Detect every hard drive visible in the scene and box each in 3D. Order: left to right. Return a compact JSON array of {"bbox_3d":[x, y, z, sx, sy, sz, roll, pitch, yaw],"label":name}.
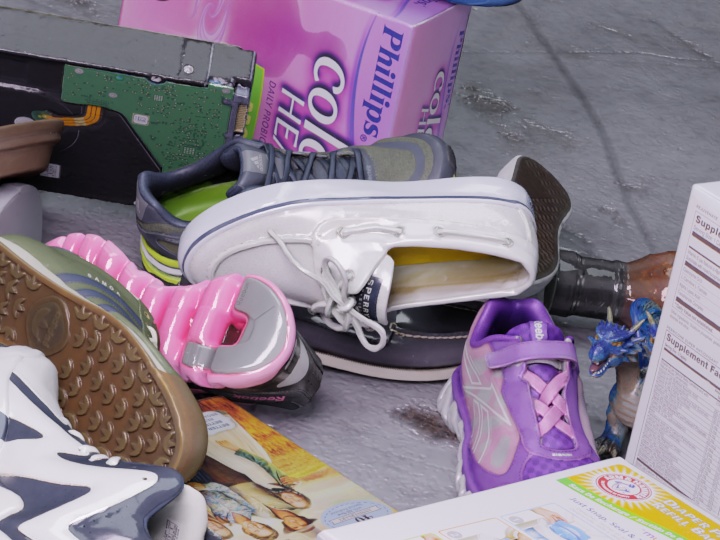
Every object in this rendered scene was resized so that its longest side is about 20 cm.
[{"bbox_3d":[-0.168,-0.097,1.716,0.200,0.140,0.038,10,56,-3],"label":"hard drive"}]

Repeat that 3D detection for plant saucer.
[{"bbox_3d":[-0.264,-0.049,1.637,0.200,0.029,0.200,-16,1,0],"label":"plant saucer"}]

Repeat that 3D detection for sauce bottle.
[{"bbox_3d":[0.214,0.020,1.767,0.200,0.066,0.066,10,24,-4],"label":"sauce bottle"}]

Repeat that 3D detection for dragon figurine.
[{"bbox_3d":[0.176,0.053,1.630,0.059,0.099,0.200,21,20,20],"label":"dragon figurine"}]

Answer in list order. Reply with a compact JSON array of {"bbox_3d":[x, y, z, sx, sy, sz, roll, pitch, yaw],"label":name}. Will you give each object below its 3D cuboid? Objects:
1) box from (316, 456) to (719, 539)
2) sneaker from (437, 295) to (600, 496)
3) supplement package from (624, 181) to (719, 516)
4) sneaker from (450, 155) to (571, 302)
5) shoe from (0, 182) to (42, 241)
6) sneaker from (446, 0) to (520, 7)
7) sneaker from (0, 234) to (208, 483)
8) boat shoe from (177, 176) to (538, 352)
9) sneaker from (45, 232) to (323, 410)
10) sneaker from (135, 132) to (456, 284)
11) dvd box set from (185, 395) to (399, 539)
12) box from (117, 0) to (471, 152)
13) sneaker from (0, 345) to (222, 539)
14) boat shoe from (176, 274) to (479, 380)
[{"bbox_3d":[0.077,0.170,1.309,0.200,0.113,0.101,-10,30,-41],"label":"box"},{"bbox_3d":[0.093,0.077,1.556,0.080,0.089,0.200,7,25,-15],"label":"sneaker"},{"bbox_3d":[0.255,0.067,1.512,0.152,0.200,0.151,-7,30,-35],"label":"supplement package"},{"bbox_3d":[0.073,-0.005,1.733,0.073,0.085,0.200,47,21,2],"label":"sneaker"},{"bbox_3d":[-0.247,-0.008,1.610,0.091,0.072,0.200,6,16,10],"label":"shoe"},{"bbox_3d":[0.011,-0.198,1.737,0.200,0.066,0.078,26,38,29],"label":"sneaker"},{"bbox_3d":[-0.128,0.042,1.484,0.200,0.067,0.090,39,19,33],"label":"sneaker"},{"bbox_3d":[0.001,0.003,1.586,0.202,0.075,0.086,-3,47,-5],"label":"boat shoe"},{"bbox_3d":[-0.106,0.037,1.596,0.200,0.079,0.095,15,-13,33],"label":"sneaker"},{"bbox_3d":[-0.041,-0.043,1.691,0.200,0.081,0.074,-15,58,4],"label":"sneaker"},{"bbox_3d":[-0.060,0.129,1.439,0.146,0.029,0.200,-12,33,-43],"label":"dvd box set"},{"bbox_3d":[-0.051,-0.113,1.807,0.200,0.176,0.097,21,25,18],"label":"box"},{"bbox_3d":[-0.128,0.110,1.366,0.129,0.080,0.199,5,28,0],"label":"sneaker"},{"bbox_3d":[-0.008,0.019,1.669,0.200,0.063,0.073,7,21,-13],"label":"boat shoe"}]
